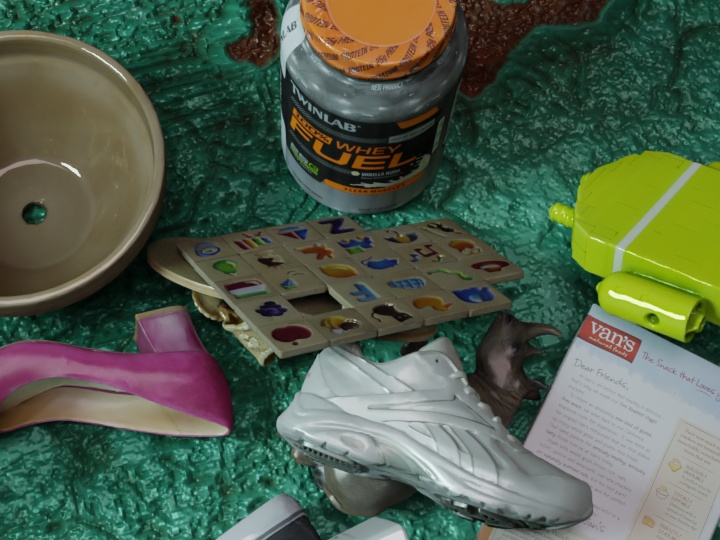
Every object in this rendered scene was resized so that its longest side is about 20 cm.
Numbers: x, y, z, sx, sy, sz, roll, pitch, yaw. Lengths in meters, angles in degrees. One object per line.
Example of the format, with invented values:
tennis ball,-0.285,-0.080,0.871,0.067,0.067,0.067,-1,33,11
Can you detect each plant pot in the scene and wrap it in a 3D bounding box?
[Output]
plant pot,-0.229,-0.055,0.914,0.199,0.093,0.202,1,69,-2

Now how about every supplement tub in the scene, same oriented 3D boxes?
supplement tub,0.006,-0.129,0.898,0.122,0.200,0.123,1,68,-2

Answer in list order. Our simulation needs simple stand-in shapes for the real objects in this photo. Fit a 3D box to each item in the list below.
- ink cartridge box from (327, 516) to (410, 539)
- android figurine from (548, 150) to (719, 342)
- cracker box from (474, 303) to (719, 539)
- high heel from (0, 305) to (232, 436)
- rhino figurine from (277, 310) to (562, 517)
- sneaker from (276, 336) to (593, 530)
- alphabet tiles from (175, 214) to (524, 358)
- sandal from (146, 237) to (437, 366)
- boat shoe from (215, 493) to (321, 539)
ink cartridge box,-0.039,0.249,0.760,0.199,0.084,0.145,-24,86,-12
android figurine,0.228,-0.022,0.920,0.199,0.041,0.182,22,45,28
cracker box,0.168,0.141,0.879,0.133,0.058,0.201,27,71,8
high heel,-0.185,0.094,0.874,0.199,0.068,0.096,-15,59,-23
rhino figurine,0.050,0.091,0.889,0.199,0.060,0.088,-29,71,-10
sneaker,0.055,0.093,0.817,0.199,0.078,0.100,21,73,3
alphabet tiles,0.000,0.000,0.887,0.199,0.008,0.167,-10,28,-27
sandal,-0.052,0.036,0.900,0.210,0.070,0.078,12,24,18
boat shoe,-0.101,0.224,0.831,0.200,0.070,0.066,-36,73,-23
